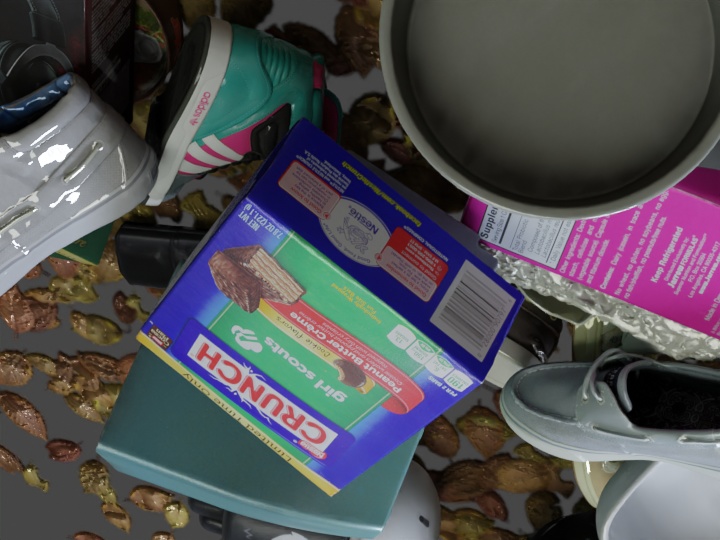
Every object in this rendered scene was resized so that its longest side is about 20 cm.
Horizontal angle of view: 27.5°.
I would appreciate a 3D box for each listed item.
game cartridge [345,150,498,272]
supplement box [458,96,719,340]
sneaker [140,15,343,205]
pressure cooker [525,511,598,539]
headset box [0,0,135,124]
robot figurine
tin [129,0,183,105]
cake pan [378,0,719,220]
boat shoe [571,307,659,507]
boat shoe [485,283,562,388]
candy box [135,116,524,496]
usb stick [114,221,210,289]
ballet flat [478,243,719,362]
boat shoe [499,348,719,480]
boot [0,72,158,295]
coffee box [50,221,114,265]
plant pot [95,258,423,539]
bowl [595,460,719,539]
[{"bbox_3d":[0.000,0.000,0.955,0.133,0.042,0.200,29,154,-3],"label":"game cartridge"},{"bbox_3d":[0.172,-0.050,0.878,0.199,0.101,0.104,23,137,6],"label":"supplement box"},{"bbox_3d":[-0.074,-0.091,0.968,0.120,0.084,0.200,12,155,-18],"label":"sneaker"},{"bbox_3d":[0.175,0.310,1.152,0.177,0.177,0.201,5,138,-12],"label":"pressure cooker"},{"bbox_3d":[-0.221,-0.172,0.922,0.148,0.077,0.201,19,136,8],"label":"headset box"},{"bbox_3d":[-0.035,0.193,1.178,0.198,0.150,0.126,13,102,15],"label":"robot figurine"},{"bbox_3d":[-0.213,-0.178,0.993,0.198,0.042,0.112,16,138,11],"label":"tin"},{"bbox_3d":[0.110,-0.126,0.802,0.199,0.202,0.037,21,178,6],"label":"cake pan"},{"bbox_3d":[0.184,0.092,1.021,0.062,0.073,0.201,8,132,22],"label":"boat shoe"},{"bbox_3d":[0.050,0.005,1.016,0.199,0.060,0.072,34,155,-3],"label":"boat shoe"},{"bbox_3d":[-0.026,0.029,0.887,0.169,0.077,0.200,38,144,-5],"label":"candy box"},{"bbox_3d":[-0.093,-0.005,1.094,0.198,0.033,0.056,5,125,21],"label":"usb stick"},{"bbox_3d":[0.163,0.014,0.934,0.199,0.072,0.072,27,136,11],"label":"ballet flat"},{"bbox_3d":[0.174,0.079,0.915,0.199,0.070,0.072,8,144,32],"label":"boat shoe"},{"bbox_3d":[-0.230,-0.047,0.913,0.199,0.074,0.096,-32,128,8],"label":"boot"},{"bbox_3d":[-0.283,-0.052,1.058,0.199,0.044,0.123,9,166,42],"label":"coffee box"},{"bbox_3d":[-0.061,0.107,1.042,0.199,0.142,0.141,22,167,3],"label":"plant pot"},{"bbox_3d":[0.269,0.159,0.998,0.200,0.075,0.200,-42,110,6],"label":"bowl"}]
